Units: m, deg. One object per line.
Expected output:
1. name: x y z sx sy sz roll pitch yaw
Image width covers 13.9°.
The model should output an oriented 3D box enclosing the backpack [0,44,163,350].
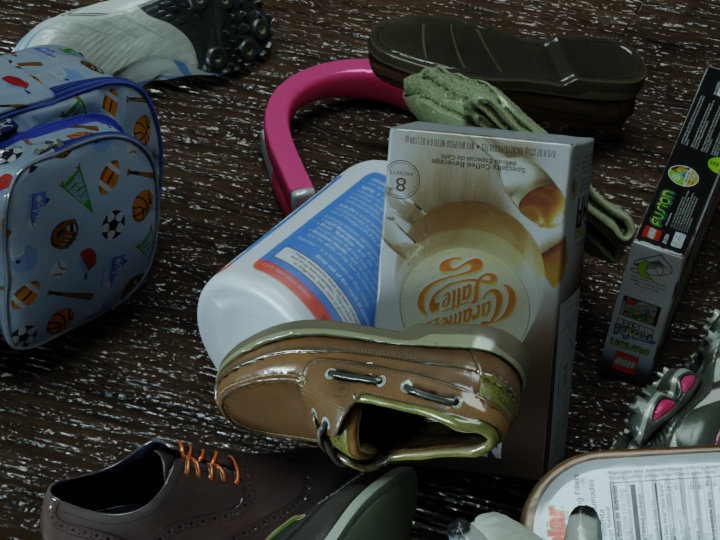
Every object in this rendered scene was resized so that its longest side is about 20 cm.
1. backpack: -0.212 -0.053 1.902 0.154 0.201 0.190 29 40 27

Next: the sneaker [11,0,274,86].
1. sneaker: -0.159 -0.165 2.136 0.199 0.072 0.072 -12 10 -24

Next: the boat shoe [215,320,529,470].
1. boat shoe: -0.003 0.074 1.694 0.199 0.072 0.068 -8 47 31

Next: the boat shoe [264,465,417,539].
1. boat shoe: -0.032 0.170 1.687 0.060 0.072 0.201 11 35 27

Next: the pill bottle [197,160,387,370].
1. pill bottle: 0.000 0.000 1.869 0.112 0.113 0.200 26 48 31

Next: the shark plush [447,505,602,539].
1. shark plush: 0.110 0.214 1.620 0.091 0.083 0.200 -15 61 -31

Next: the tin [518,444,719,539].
1. tin: 0.188 0.154 1.698 0.199 0.042 0.112 -3 54 0

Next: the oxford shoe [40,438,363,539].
1. oxford shoe: -0.090 0.134 1.737 0.199 0.073 0.071 -15 39 -16

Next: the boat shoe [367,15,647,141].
1. boat shoe: 0.096 -0.123 2.032 0.199 0.068 0.072 8 40 -14

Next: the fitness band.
1. fitness band: 0.009 -0.080 2.038 0.143 0.038 0.200 -10 40 -10

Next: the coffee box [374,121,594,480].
1. coffee box: 0.071 0.017 1.769 0.114 0.201 0.080 5 7 12

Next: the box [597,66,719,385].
1. box: 0.204 -0.031 1.902 0.035 0.110 0.200 19 41 8

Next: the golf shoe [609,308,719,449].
1. golf shoe: 0.234 0.073 1.815 0.088 0.077 0.200 32 53 15

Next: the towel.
1. towel: 0.101 -0.071 1.898 0.037 0.148 0.200 -47 14 -4
